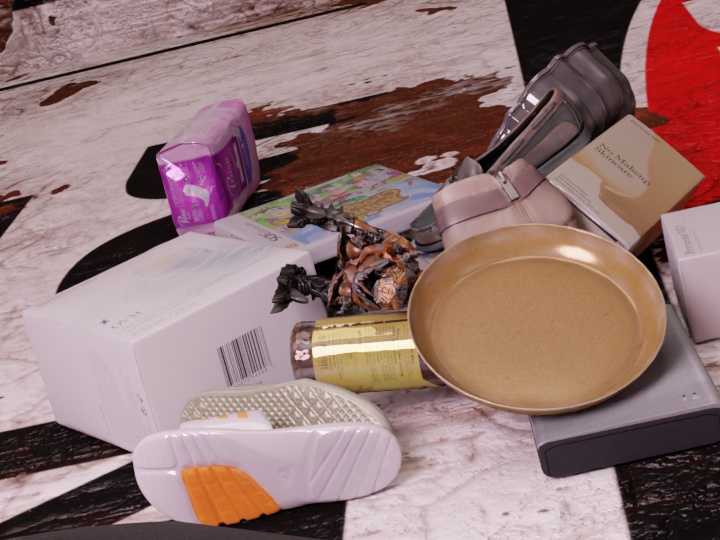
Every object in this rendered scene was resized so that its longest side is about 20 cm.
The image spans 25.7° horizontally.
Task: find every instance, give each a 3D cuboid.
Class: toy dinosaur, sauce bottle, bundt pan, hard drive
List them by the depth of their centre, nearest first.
[{"bbox_3d":[0.196,0.089,1.224,0.138,0.033,0.200,-13,19,4],"label":"hard drive"},{"bbox_3d":[0.044,0.064,1.269,0.197,0.065,0.065,-5,21,14],"label":"sauce bottle"},{"bbox_3d":[0.000,0.000,1.323,0.134,0.103,0.200,11,-11,1],"label":"toy dinosaur"},{"bbox_3d":[0.211,-0.128,1.610,0.076,0.203,0.201,37,45,23],"label":"bundt pan"}]

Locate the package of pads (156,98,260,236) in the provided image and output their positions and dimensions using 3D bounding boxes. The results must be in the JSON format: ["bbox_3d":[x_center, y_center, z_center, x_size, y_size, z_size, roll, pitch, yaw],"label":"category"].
[{"bbox_3d":[-0.185,-0.130,1.973,0.075,0.122,0.200,-9,19,14],"label":"package of pads"}]

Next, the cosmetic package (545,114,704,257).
[{"bbox_3d":[0.235,-0.064,1.477,0.105,0.071,0.200,40,37,10],"label":"cosmetic package"}]

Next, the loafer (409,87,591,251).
[{"bbox_3d":[0.122,-0.098,1.486,0.199,0.063,0.072,-35,25,-5],"label":"loafer"}]

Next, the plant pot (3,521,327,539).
[{"bbox_3d":[-0.100,0.232,0.831,0.198,0.203,0.177,0,10,36],"label":"plant pot"}]

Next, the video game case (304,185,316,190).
[{"bbox_3d":[0.006,-0.082,1.766,0.141,0.018,0.200,-3,7,-1],"label":"video game case"}]

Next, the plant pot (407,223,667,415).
[{"bbox_3d":[0.135,0.040,1.214,0.197,0.028,0.201,-3,43,3],"label":"plant pot"}]

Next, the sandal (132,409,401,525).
[{"bbox_3d":[-0.069,0.145,1.208,0.204,0.080,0.059,-4,18,3],"label":"sandal"}]

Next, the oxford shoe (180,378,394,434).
[{"bbox_3d":[-0.054,0.123,1.266,0.198,0.076,0.058,0,-1,34],"label":"oxford shoe"}]

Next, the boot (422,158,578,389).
[{"bbox_3d":[0.101,-0.004,1.353,0.198,0.147,0.070,-25,-14,-18],"label":"boot"}]

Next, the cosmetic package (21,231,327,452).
[{"bbox_3d":[-0.163,0.062,1.425,0.198,0.124,0.199,-28,22,-34],"label":"cosmetic package"}]

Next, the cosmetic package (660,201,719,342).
[{"bbox_3d":[0.359,-0.015,1.320,0.198,0.082,0.113,-12,21,5],"label":"cosmetic package"}]

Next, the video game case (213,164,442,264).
[{"bbox_3d":[-0.025,-0.056,1.573,0.198,0.022,0.182,-20,20,-22],"label":"video game case"}]

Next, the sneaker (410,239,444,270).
[{"bbox_3d":[0.100,0.015,1.469,0.088,0.076,0.199,-41,25,-24],"label":"sneaker"}]

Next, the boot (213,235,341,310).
[{"bbox_3d":[-0.063,-0.004,1.599,0.198,0.077,0.168,-13,14,-13],"label":"boot"}]
